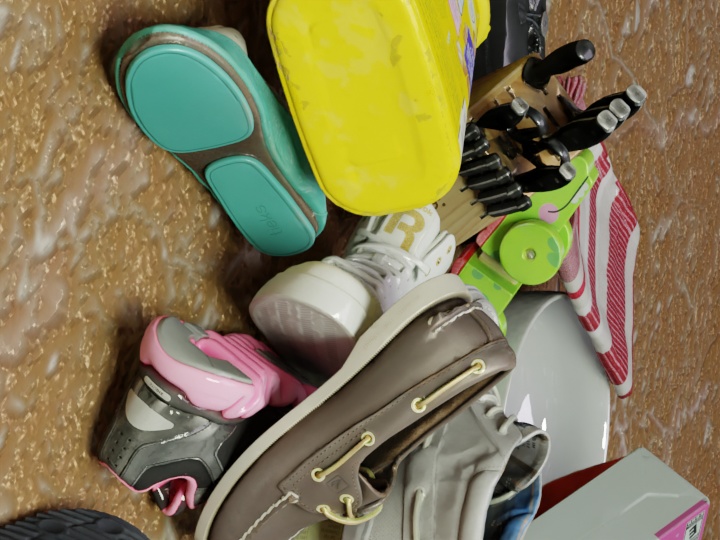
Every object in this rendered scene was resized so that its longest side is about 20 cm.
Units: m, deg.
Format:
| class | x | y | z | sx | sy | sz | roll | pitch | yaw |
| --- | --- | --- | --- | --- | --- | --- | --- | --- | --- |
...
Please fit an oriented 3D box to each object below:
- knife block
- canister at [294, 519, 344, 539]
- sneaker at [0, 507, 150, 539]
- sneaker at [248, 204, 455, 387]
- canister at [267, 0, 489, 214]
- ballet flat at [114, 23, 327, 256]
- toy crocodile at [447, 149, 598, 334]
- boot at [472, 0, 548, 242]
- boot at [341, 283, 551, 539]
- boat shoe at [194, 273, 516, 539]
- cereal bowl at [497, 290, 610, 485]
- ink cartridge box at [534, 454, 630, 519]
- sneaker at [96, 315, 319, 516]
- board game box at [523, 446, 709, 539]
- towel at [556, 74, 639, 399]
| class | x | y | z | sx | sy | sz | roll | pitch | yaw |
| --- | --- | --- | --- | --- | --- | --- | --- | --- | --- |
| knife block | 0.095 | -0.086 | 1.170 | 0.064 | 0.175 | 0.200 | 53 | 24 | -8 |
| canister | -0.022 | 0.229 | 1.106 | 0.149 | 0.086 | 0.202 | 70 | 30 | -70 |
| sneaker | -0.164 | 0.176 | 0.887 | 0.200 | 0.070 | 0.083 | -33 | 143 | -57 |
| sneaker | 0.000 | 0.000 | 1.082 | 0.116 | 0.073 | 0.200 | -59 | 173 | -11 |
| canister | 0.012 | -0.140 | 1.056 | 0.201 | 0.086 | 0.149 | -78 | 155 | -57 |
| ballet flat | -0.072 | -0.083 | 1.019 | 0.200 | 0.067 | 0.071 | 55 | 28 | -54 |
| toy crocodile | 0.079 | 0.005 | 1.216 | 0.201 | 0.062 | 0.068 | -55 | 177 | 22 |
| boot | 0.110 | -0.105 | 1.367 | 0.165 | 0.065 | 0.202 | 10 | 74 | -77 |
| boot | 0.064 | 0.090 | 1.059 | 0.074 | 0.095 | 0.201 | 49 | 47 | -39 |
| boat shoe | -0.004 | 0.091 | 1.005 | 0.200 | 0.060 | 0.072 | -46 | 158 | 13 |
| cereal bowl | 0.099 | 0.110 | 1.346 | 0.200 | 0.083 | 0.202 | -19 | 112 | -61 |
| ink cartridge box | 0.109 | 0.209 | 1.263 | 0.161 | 0.198 | 0.047 | 67 | 3 | -47 |
| sneaker | -0.074 | 0.085 | 1.041 | 0.096 | 0.079 | 0.200 | -59 | 154 | 4 |
| board game box | 0.131 | 0.227 | 1.208 | 0.147 | 0.064 | 0.201 | -28 | 140 | -33 |
| towel | 0.163 | -0.020 | 1.357 | 0.200 | 0.023 | 0.145 | 58 | 32 | -52 |
